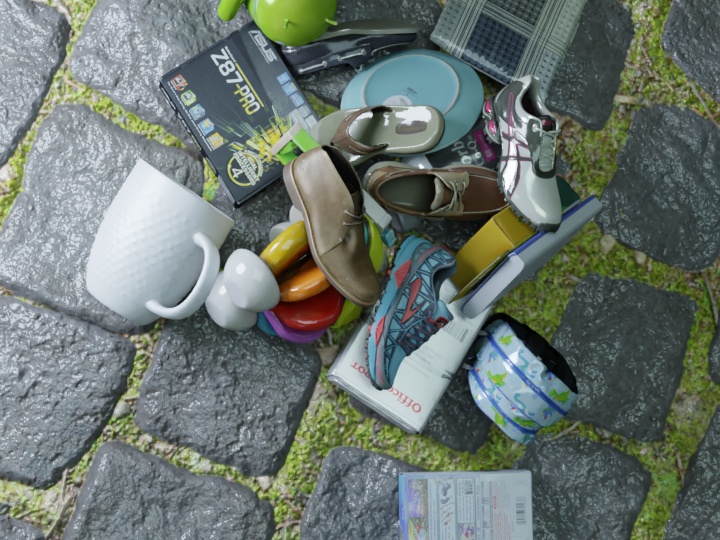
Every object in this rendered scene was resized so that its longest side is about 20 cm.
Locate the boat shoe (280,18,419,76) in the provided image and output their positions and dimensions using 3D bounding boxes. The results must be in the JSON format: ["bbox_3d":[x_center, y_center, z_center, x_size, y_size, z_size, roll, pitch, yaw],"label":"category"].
[{"bbox_3d":[-0.015,-0.309,1.523,0.196,0.073,0.064,-8,115,-10],"label":"boat shoe"}]

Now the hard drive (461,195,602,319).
[{"bbox_3d":[0.226,-0.019,1.439,0.025,0.132,0.199,49,47,10],"label":"hard drive"}]

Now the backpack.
[{"bbox_3d":[0.212,0.143,1.430,0.153,0.200,0.164,-42,91,-9],"label":"backpack"}]

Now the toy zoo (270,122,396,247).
[{"bbox_3d":[-0.030,-0.102,1.419,0.200,0.131,0.021,45,77,-9],"label":"toy zoo"}]

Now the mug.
[{"bbox_3d":[-0.251,-0.017,1.389,0.199,0.147,0.177,33,90,39],"label":"mug"}]

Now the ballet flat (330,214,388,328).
[{"bbox_3d":[0.000,0.000,1.432,0.066,0.202,0.067,-5,51,-27],"label":"ballet flat"}]

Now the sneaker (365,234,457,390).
[{"bbox_3d":[0.067,0.058,1.380,0.094,0.079,0.204,15,81,17],"label":"sneaker"}]

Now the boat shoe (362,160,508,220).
[{"bbox_3d":[0.102,-0.095,1.392,0.196,0.072,0.077,0,105,-7],"label":"boat shoe"}]

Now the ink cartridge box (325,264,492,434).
[{"bbox_3d":[0.063,0.097,1.471,0.144,0.085,0.202,33,79,-3],"label":"ink cartridge box"}]

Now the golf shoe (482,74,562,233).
[{"bbox_3d":[0.213,-0.147,1.377,0.076,0.088,0.203,-4,68,-34],"label":"golf shoe"}]

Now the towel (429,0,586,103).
[{"bbox_3d":[0.211,-0.352,1.552,0.190,0.035,0.202,28,66,-3],"label":"towel"}]

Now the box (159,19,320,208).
[{"bbox_3d":[-0.156,-0.212,1.491,0.160,0.049,0.202,-32,90,-14],"label":"box"}]

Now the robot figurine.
[{"bbox_3d":[-0.103,-0.379,1.453,0.172,0.117,0.201,-12,49,-25],"label":"robot figurine"}]

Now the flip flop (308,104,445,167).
[{"bbox_3d":[0.012,-0.178,1.418,0.196,0.057,0.083,-3,81,26],"label":"flip flop"}]

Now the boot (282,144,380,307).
[{"bbox_3d":[-0.020,-0.054,1.315,0.073,0.075,0.203,-26,89,-53],"label":"boot"}]

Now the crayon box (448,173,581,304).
[{"bbox_3d":[0.191,-0.042,1.439,0.051,0.127,0.199,51,47,7],"label":"crayon box"}]

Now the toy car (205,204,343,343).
[{"bbox_3d":[-0.090,0.020,1.401,0.175,0.200,0.151,-40,92,-30],"label":"toy car"}]

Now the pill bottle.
[{"bbox_3d":[0.122,-0.135,1.488,0.197,0.116,0.118,-27,88,-10],"label":"pill bottle"}]

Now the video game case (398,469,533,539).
[{"bbox_3d":[0.141,0.372,1.472,0.177,0.045,0.205,1,84,-9],"label":"video game case"}]

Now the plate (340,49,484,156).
[{"bbox_3d":[0.069,-0.236,1.484,0.196,0.026,0.203,-4,53,6],"label":"plate"}]
